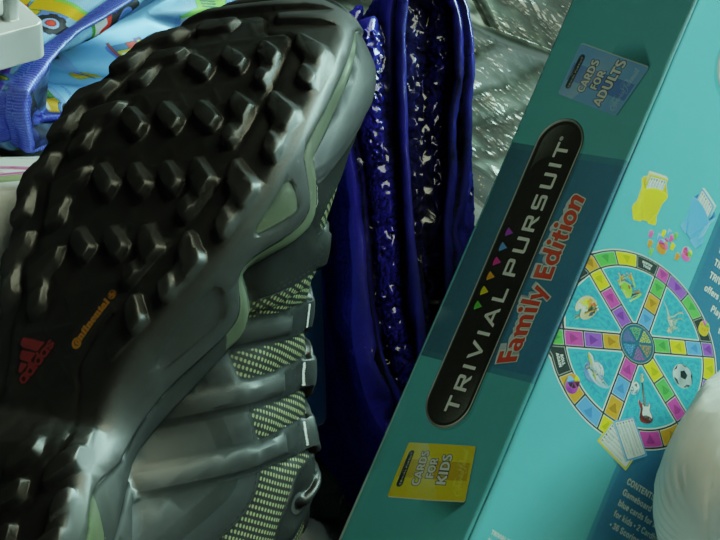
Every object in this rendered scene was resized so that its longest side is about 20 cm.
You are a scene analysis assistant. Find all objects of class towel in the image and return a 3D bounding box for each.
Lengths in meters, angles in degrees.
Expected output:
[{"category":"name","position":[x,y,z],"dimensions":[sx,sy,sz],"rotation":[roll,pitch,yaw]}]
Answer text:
[{"category":"towel","position":[0.000,0.000,0.836],"dimensions":[0.049,0.148,0.200],"rotation":[-1,-10,-8]}]

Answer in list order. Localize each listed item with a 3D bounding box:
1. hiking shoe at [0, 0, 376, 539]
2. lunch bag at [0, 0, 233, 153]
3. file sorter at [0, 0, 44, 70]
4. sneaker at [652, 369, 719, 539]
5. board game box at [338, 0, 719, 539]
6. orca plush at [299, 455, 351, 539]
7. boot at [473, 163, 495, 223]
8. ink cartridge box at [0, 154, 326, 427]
[{"category":"hiking shoe","position":[-0.046,0.025,0.672],"dimensions":[0.076,0.200,0.101],"rotation":[16,-19,34]},{"category":"lunch bag","position":[-0.130,-0.087,0.906],"dimensions":[0.150,0.094,0.200],"rotation":[11,22,26]},{"category":"file sorter","position":[-0.215,-0.120,0.774],"dimensions":[0.200,0.125,0.139],"rotation":[-20,40,-30]},{"category":"sneaker","position":[0.162,0.084,0.729],"dimensions":[0.088,0.075,0.200],"rotation":[10,-17,46]},{"category":"board game box","position":[0.090,0.027,0.747],"dimensions":[0.047,0.200,0.151],"rotation":[12,-16,47]},{"category":"orca plush","position":[-0.082,0.096,0.736],"dimensions":[0.071,0.105,0.200],"rotation":[8,32,35]},{"category":"boot","position":[0.061,0.036,1.022],"dimensions":[0.200,0.070,0.132],"rotation":[32,27,19]},{"category":"ink cartridge box","position":[-0.125,0.013,0.738],"dimensions":[0.144,0.085,0.200],"rotation":[3,8,35]}]
